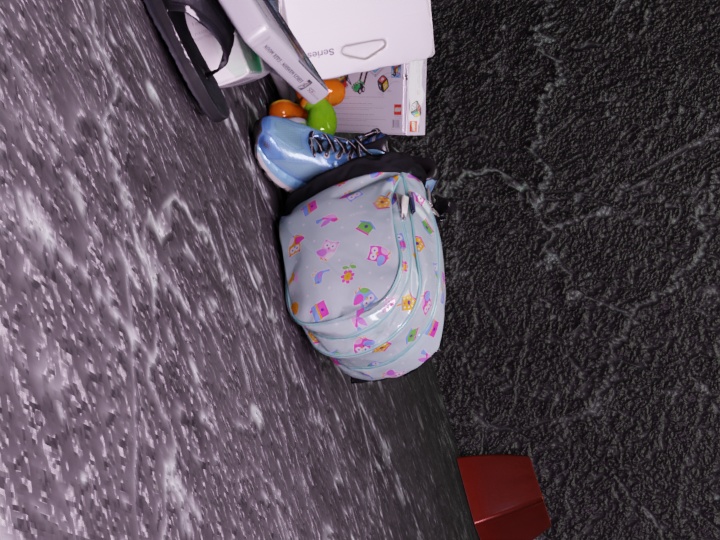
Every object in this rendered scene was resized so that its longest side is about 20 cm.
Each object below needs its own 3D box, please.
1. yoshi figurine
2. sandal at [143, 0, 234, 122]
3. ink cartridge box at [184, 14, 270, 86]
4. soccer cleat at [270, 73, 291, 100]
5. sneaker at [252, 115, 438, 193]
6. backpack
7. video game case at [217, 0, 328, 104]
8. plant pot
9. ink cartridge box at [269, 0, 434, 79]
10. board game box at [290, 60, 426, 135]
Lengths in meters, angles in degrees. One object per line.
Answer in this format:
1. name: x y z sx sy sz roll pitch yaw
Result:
1. yoshi figurine: -0.031 -0.104 1.120 0.112 0.112 0.201 76 1 -65
2. sandal: -0.127 -0.200 0.732 0.075 0.048 0.201 -97 167 -66
3. ink cartridge box: -0.133 -0.251 0.855 0.161 0.050 0.201 -82 156 -78
4. soccer cleat: -0.077 -0.246 1.260 0.200 0.070 0.086 68 -2 -51
5. sneaker: -0.011 -0.115 1.009 0.199 0.090 0.079 16 52 -27
6. backpack: 0.000 0.000 0.931 0.127 0.167 0.200 40 32 -45
7. video game case: -0.102 -0.231 0.787 0.200 0.023 0.182 58 8 10
8. plant pot: 0.361 0.566 2.547 0.200 0.176 0.200 -103 173 -46
9. ink cartridge box: -0.033 -0.246 0.992 0.200 0.146 0.083 -137 -144 -61
10. board game box: -0.007 -0.217 1.155 0.200 0.035 0.127 12 -76 48
